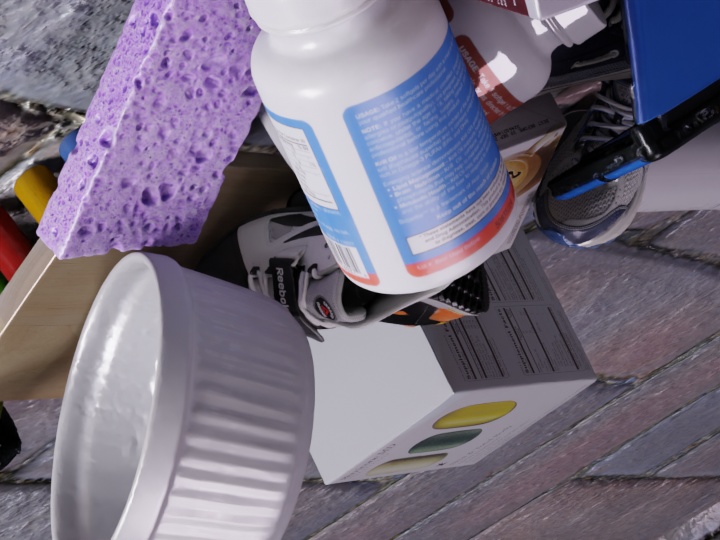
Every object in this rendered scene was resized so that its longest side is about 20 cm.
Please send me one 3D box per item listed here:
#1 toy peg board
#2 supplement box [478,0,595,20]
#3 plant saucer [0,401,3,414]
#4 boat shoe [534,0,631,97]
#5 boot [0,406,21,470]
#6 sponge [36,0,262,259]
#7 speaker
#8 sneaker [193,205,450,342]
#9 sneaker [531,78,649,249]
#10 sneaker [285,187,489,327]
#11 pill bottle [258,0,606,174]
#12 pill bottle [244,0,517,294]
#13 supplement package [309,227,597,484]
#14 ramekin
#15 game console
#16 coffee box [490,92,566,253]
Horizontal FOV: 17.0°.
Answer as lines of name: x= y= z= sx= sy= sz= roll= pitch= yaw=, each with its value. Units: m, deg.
toy peg board: x=-0.164 y=-0.023 z=1.533 sx=0.200 sy=0.098 sz=0.199 roll=0 pitch=132 yaw=-55
supplement box: x=0.095 y=-0.188 z=1.276 sx=0.109 sy=0.061 sz=0.200 roll=-21 pitch=-161 yaw=-15
plant saucer: x=-0.331 y=0.098 z=1.537 sx=0.199 sy=0.048 sz=0.200 roll=-17 pitch=-168 yaw=-2
boat shoe: x=0.160 y=-0.167 z=1.563 sx=0.200 sy=0.075 sz=0.093 roll=-22 pitch=166 yaw=-15
boot: x=-0.317 y=0.163 z=1.812 sx=0.168 sy=0.077 sz=0.200 roll=-29 pitch=156 yaw=20
sponge: x=-0.102 y=-0.097 z=1.367 sx=0.111 sy=0.030 sz=0.200 roll=-7 pitch=133 yaw=-48
speaker: x=0.228 y=-0.084 z=1.871 sx=0.200 sy=0.081 sz=0.081 roll=-4 pitch=151 yaw=-48
sneaker: x=-0.026 y=0.003 z=1.479 sx=0.200 sy=0.074 sz=0.089 roll=-17 pitch=-159 yaw=23
sneaker: x=0.183 y=-0.104 z=1.709 sx=0.200 sy=0.077 sz=0.085 roll=-55 pitch=161 yaw=-28
sneaker: x=0.000 y=0.000 z=1.607 sx=0.090 sy=0.070 sz=0.200 roll=-21 pitch=153 yaw=32
pill bottle: x=0.041 y=-0.130 z=1.445 sx=0.200 sy=0.112 sz=0.112 roll=-30 pitch=161 yaw=14
pill bottle: x=0.006 y=-0.095 z=1.330 sx=0.112 sy=0.112 sz=0.200 roll=-25 pitch=124 yaw=-3
supplement package: x=0.052 y=0.065 z=1.925 sx=0.152 sy=0.151 sz=0.200 roll=-38 pitch=158 yaw=32
ramekin: x=-0.105 y=0.096 z=1.432 sx=0.105 sy=0.200 sz=0.200 roll=13 pitch=145 yaw=-21
game console: x=0.206 y=-0.152 z=1.539 sx=0.200 sy=0.118 sz=0.171 roll=-31 pitch=-176 yaw=-34
coffee box: x=0.060 y=-0.070 z=1.683 sx=0.113 sy=0.080 sz=0.200 roll=-21 pitch=161 yaw=-17
